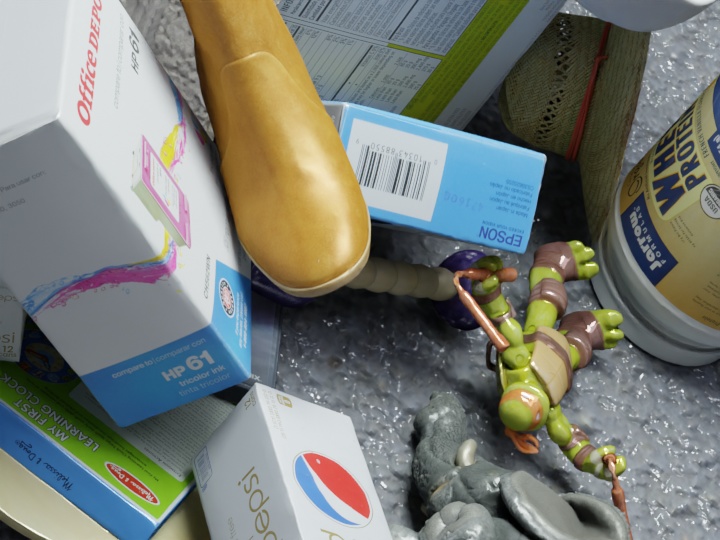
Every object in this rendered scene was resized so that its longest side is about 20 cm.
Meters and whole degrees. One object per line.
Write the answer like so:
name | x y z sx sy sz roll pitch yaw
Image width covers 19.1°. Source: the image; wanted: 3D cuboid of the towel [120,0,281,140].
towel | -0.101 -0.181 1.263 0.132 0.201 0.034 43 34 22

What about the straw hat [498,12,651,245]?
straw hat | 0.136 -0.124 1.410 0.084 0.202 0.202 13 49 1

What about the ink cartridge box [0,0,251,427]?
ink cartridge box | -0.135 -0.043 1.092 0.200 0.084 0.145 56 21 -39

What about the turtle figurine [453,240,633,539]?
turtle figurine | 0.117 0.063 1.310 0.201 0.064 0.161 54 33 -13

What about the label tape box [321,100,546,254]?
label tape box | -0.004 -0.061 1.290 0.142 0.200 0.067 12 89 -30

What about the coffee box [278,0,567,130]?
coffee box | 0.006 -0.230 1.376 0.196 0.200 0.201 10 52 -26

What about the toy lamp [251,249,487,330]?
toy lamp | 0.000 0.000 1.270 0.199 0.058 0.059 10 50 -47

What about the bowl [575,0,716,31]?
bowl | 0.143 -0.238 1.280 0.200 0.075 0.200 38 45 -4

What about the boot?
boot | -0.057 -0.093 1.113 0.070 0.145 0.202 -22 42 0

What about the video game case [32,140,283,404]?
video game case | -0.110 -0.015 1.251 0.142 0.019 0.201 22 39 -16

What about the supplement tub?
supplement tub | 0.250 -0.040 1.384 0.143 0.200 0.145 16 50 -20

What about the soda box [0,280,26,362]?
soda box | -0.204 -0.045 1.173 0.063 0.068 0.201 7 42 -7

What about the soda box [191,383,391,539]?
soda box | -0.024 0.155 1.070 0.068 0.064 0.201 22 32 -34

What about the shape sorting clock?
shape sorting clock | -0.143 0.079 1.168 0.199 0.039 0.201 22 37 -17

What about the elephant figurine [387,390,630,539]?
elephant figurine | 0.080 0.159 1.195 0.200 0.141 0.156 -34 107 -58
